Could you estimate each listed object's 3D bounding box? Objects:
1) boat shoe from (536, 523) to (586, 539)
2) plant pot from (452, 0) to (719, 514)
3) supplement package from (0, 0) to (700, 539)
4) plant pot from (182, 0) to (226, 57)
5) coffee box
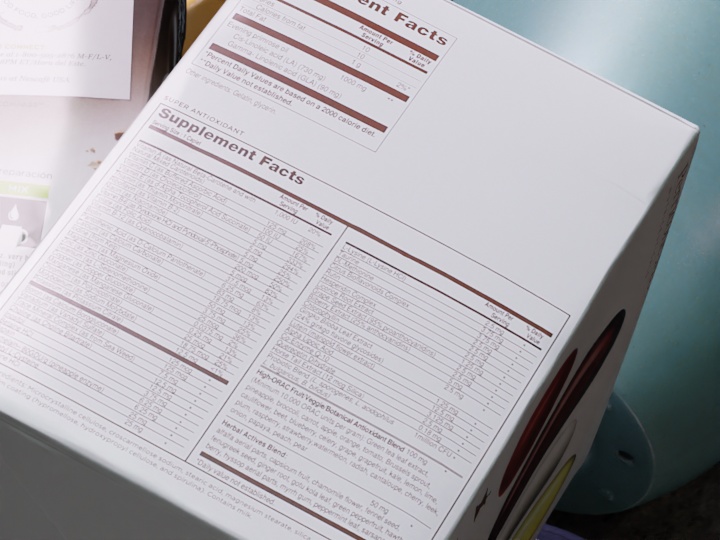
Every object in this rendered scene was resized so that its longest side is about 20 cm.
[{"bbox_3d":[-0.003,0.115,1.040,0.199,0.075,0.093,12,7,22],"label":"boat shoe"},{"bbox_3d":[0.089,-0.008,1.091,0.200,0.201,0.161,11,53,33],"label":"plant pot"},{"bbox_3d":[-0.018,0.047,0.878,0.147,0.192,0.200,27,55,11],"label":"supplement package"},{"bbox_3d":[-0.113,-0.060,1.246,0.199,0.184,0.201,-11,34,7],"label":"plant pot"},{"bbox_3d":[-0.111,-0.038,1.021,0.079,0.113,0.201,6,60,0],"label":"coffee box"}]
